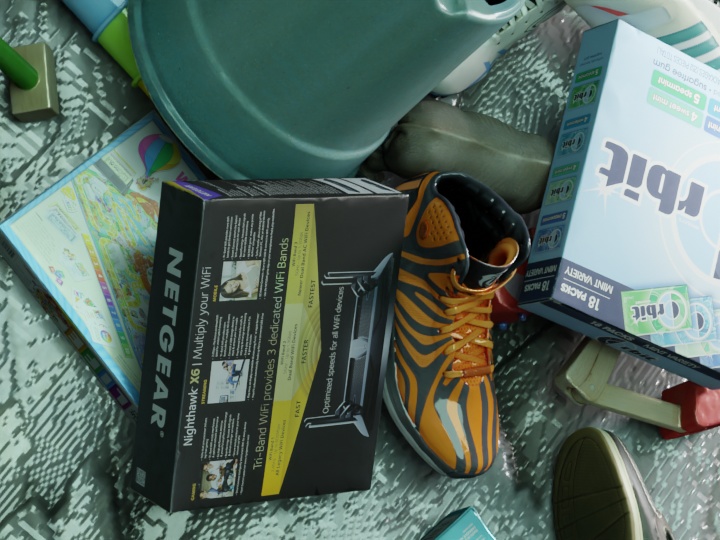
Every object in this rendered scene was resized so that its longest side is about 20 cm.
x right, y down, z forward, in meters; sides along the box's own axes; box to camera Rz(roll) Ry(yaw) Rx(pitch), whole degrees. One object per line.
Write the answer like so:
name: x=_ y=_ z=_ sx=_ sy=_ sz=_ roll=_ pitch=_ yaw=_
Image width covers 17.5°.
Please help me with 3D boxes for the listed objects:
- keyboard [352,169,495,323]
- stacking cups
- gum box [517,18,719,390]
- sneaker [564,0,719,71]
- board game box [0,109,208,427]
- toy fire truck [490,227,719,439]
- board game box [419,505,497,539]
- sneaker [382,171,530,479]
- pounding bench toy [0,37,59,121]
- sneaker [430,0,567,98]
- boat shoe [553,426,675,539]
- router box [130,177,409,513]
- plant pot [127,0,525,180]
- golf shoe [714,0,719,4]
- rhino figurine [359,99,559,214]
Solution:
keyboard: x=0.000 y=0.000 z=1.577 sx=0.200 sy=0.040 sz=0.104 roll=40 pitch=58 yaw=-14
stacking cups: x=-0.169 y=-0.184 z=1.541 sx=0.200 sy=0.060 sz=0.061 roll=47 pitch=68 yaw=-4
gum box: x=0.205 y=-0.042 z=1.573 sx=0.169 sy=0.045 sz=0.201 roll=23 pitch=72 yaw=-27
sneaker: x=0.213 y=-0.145 z=1.637 sx=0.199 sy=0.070 sz=0.094 roll=22 pitch=78 yaw=-40
board game box: x=-0.127 y=0.015 z=1.525 sx=0.134 sy=0.034 sz=0.200 roll=-38 pitch=92 yaw=-22
toy fire truck: x=0.163 y=0.042 z=1.603 sx=0.199 sy=0.049 sz=0.142 roll=3 pitch=75 yaw=-24
board game box: x=0.074 y=0.280 z=1.527 sx=0.151 sy=0.047 sz=0.200 roll=-39 pitch=92 yaw=-23
sneaker: x=0.063 y=0.031 z=1.514 sx=0.077 sy=0.112 sz=0.201 roll=-11 pitch=81 yaw=-34
pounding bench toy: x=-0.269 y=-0.126 z=1.443 sx=0.199 sy=0.156 sz=0.125 roll=-12 pitch=82 yaw=-21
sneaker: x=0.107 y=-0.197 z=1.636 sx=0.200 sy=0.072 sz=0.072 roll=-43 pitch=95 yaw=-21
boat shoe: x=0.186 y=0.202 z=1.578 sx=0.065 sy=0.073 sz=0.201 roll=-1 pitch=71 yaw=-41
router box: x=-0.057 y=0.044 z=1.467 sx=0.157 sy=0.052 sz=0.201 roll=-2 pitch=106 yaw=-37
plant pot: x=-0.010 y=-0.174 z=1.484 sx=0.200 sy=0.196 sz=0.201 roll=28 pitch=45 yaw=-32
golf shoe: x=0.267 y=-0.226 z=1.686 sx=0.200 sy=0.094 sz=0.078 roll=34 pitch=68 yaw=-10
rhino figurine: x=0.103 y=-0.067 z=1.595 sx=0.199 sy=0.087 sz=0.060 roll=15 pitch=74 yaw=-15
